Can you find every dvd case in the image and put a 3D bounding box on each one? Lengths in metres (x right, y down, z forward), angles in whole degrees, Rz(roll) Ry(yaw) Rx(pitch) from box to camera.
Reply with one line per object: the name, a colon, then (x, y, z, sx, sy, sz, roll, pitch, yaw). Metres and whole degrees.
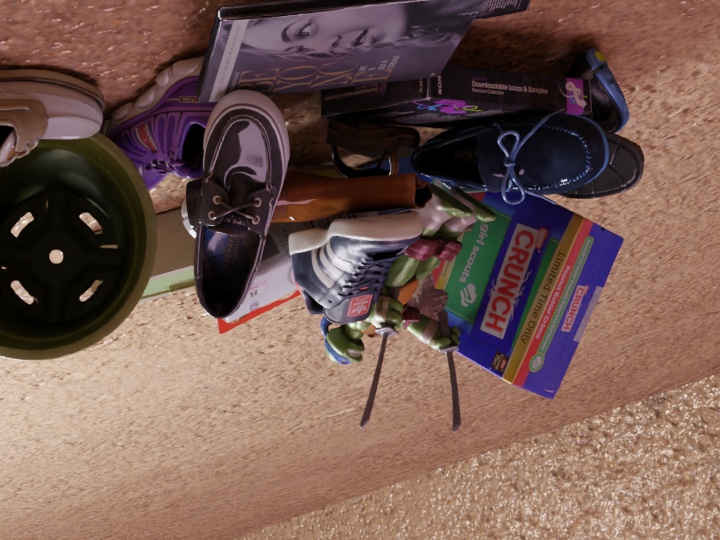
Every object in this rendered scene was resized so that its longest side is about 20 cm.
dvd case: (-0.018, -0.168, 1.219, 0.198, 0.016, 0.149, -7, 165, -15)

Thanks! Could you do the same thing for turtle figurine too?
turtle figurine: (0.061, 0.032, 1.469, 0.143, 0.200, 0.195, 22, 107, -32)

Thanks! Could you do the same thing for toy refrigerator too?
toy refrigerator: (-0.174, -0.019, 1.662, 0.198, 0.071, 0.076, -16, 164, 4)

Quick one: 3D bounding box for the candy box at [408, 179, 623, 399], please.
candy box: (0.132, 0.003, 1.568, 0.077, 0.170, 0.199, 18, -172, -46)

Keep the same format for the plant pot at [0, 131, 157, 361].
plant pot: (-0.271, -0.020, 1.417, 0.198, 0.202, 0.190, -12, 177, -5)

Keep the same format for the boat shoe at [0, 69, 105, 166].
boat shoe: (-0.279, -0.114, 1.252, 0.199, 0.069, 0.074, 3, 157, -46)

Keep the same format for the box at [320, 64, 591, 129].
box: (0.084, -0.150, 1.430, 0.199, 0.037, 0.142, -2, 179, -41)

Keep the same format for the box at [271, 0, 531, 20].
box: (0.035, -0.228, 1.168, 0.196, 0.050, 0.200, -11, 164, -5)

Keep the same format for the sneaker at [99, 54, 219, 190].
sneaker: (-0.158, -0.105, 1.359, 0.080, 0.084, 0.200, -3, 162, -31)

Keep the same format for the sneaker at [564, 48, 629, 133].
sneaker: (0.196, -0.145, 1.537, 0.082, 0.071, 0.200, -21, 169, -12)

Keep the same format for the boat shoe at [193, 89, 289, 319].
boat shoe: (-0.101, -0.045, 1.287, 0.069, 0.067, 0.201, 12, 129, -7)

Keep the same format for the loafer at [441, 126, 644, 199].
loafer: (0.169, -0.110, 1.511, 0.198, 0.073, 0.063, 2, -156, 23)

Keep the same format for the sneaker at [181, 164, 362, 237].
sneaker: (-0.068, -0.062, 1.565, 0.198, 0.079, 0.090, -10, 175, -14)

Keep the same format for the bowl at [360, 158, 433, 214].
bowl: (0.047, -0.073, 1.721, 0.199, 0.040, 0.201, -12, 164, -4)

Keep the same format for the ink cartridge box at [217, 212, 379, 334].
ink cartridge box: (-0.062, 0.008, 1.559, 0.161, 0.057, 0.200, -26, 156, -12)

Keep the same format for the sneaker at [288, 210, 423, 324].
sneaker: (0.000, 0.000, 1.369, 0.074, 0.085, 0.200, -6, 177, -21)

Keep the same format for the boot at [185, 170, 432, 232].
boot: (-0.038, -0.071, 1.414, 0.198, 0.069, 0.188, -6, 177, 5)

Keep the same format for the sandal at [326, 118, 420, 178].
sandal: (0.010, -0.102, 1.444, 0.081, 0.055, 0.200, 4, -177, 3)

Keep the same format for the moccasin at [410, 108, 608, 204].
moccasin: (0.126, -0.091, 1.423, 0.068, 0.081, 0.199, -16, -173, -40)
